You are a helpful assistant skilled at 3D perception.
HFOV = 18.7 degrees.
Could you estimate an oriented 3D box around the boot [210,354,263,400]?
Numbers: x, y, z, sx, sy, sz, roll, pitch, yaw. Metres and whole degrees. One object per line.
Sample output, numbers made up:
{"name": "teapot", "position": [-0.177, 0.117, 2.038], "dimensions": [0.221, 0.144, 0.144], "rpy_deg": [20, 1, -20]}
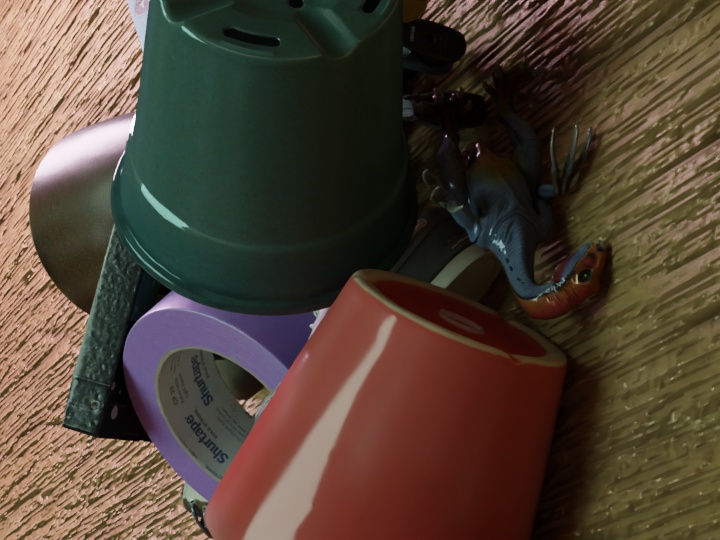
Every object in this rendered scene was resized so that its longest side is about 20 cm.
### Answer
{"name": "boot", "position": [-0.094, 0.036, 1.707], "dimensions": [0.146, 0.070, 0.200], "rpy_deg": [-56, -20, -66]}

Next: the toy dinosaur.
{"name": "toy dinosaur", "position": [0.103, -0.041, 1.366], "dimensions": [0.200, 0.105, 0.182], "rpy_deg": [61, -167, -67]}

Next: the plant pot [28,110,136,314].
{"name": "plant pot", "position": [-0.152, -0.066, 1.856], "dimensions": [0.200, 0.187, 0.187], "rpy_deg": [-25, 61, 52]}

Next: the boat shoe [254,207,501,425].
{"name": "boat shoe", "position": [0.002, 0.039, 1.437], "dimensions": [0.200, 0.073, 0.062], "rpy_deg": [-42, 64, 4]}

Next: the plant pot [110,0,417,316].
{"name": "plant pot", "position": [-0.054, -0.111, 1.354], "dimensions": [0.196, 0.200, 0.201], "rpy_deg": [97, 164, -48]}

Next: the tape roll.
{"name": "tape roll", "position": [-0.074, 0.093, 1.576], "dimensions": [0.200, 0.066, 0.200], "rpy_deg": [25, 136, 26]}

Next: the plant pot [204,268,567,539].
{"name": "plant pot", "position": [0.029, 0.107, 1.333], "dimensions": [0.178, 0.200, 0.200], "rpy_deg": [-68, 25, 9]}

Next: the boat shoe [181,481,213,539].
{"name": "boat shoe", "position": [-0.101, 0.173, 1.713], "dimensions": [0.200, 0.072, 0.072], "rpy_deg": [54, 176, 39]}

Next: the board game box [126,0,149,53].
{"name": "board game box", "position": [-0.098, -0.192, 1.638], "dimensions": [0.151, 0.047, 0.200], "rpy_deg": [-45, 41, 23]}

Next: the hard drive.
{"name": "hard drive", "position": [-0.160, 0.029, 1.662], "dimensions": [0.140, 0.038, 0.200], "rpy_deg": [18, -92, -71]}

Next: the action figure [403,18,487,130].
{"name": "action figure", "position": [0.022, -0.130, 1.551], "dimensions": [0.200, 0.069, 0.130], "rpy_deg": [171, 96, -71]}

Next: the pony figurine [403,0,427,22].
{"name": "pony figurine", "position": [0.023, -0.242, 1.450], "dimensions": [0.167, 0.193, 0.200], "rpy_deg": [63, 180, -35]}
